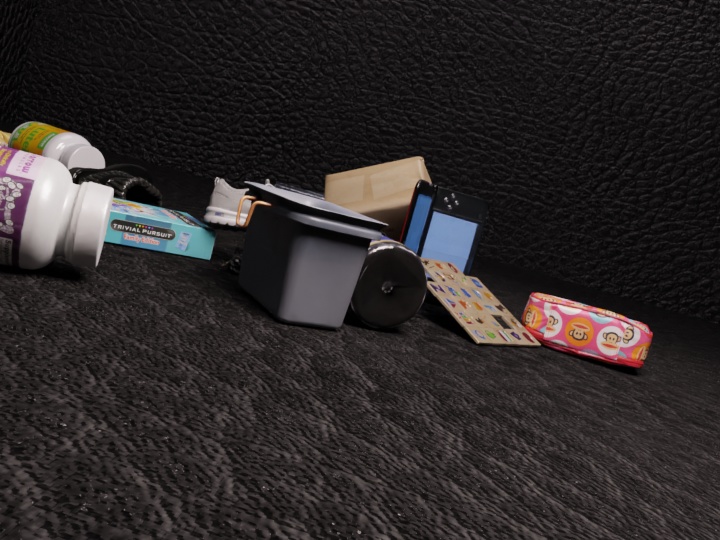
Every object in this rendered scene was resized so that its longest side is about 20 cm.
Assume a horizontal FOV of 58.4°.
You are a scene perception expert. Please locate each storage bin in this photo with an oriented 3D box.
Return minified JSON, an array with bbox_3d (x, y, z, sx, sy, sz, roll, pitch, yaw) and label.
[{"bbox_3d":[-0.081,-0.020,0.767,0.145,0.135,0.200,11,8,-31],"label":"storage bin"}]

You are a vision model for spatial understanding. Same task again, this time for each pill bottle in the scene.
[{"bbox_3d":[-0.622,-0.235,1.328,0.199,0.112,0.111,20,8,31],"label":"pill bottle"},{"bbox_3d":[0.000,0.000,0.874,0.111,0.112,0.200,12,8,-24],"label":"pill bottle"},{"bbox_3d":[-0.348,-0.063,0.617,0.199,0.113,0.112,12,8,-20],"label":"pill bottle"}]

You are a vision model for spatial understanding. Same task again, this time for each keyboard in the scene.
[{"bbox_3d":[-0.137,-0.025,0.961,0.126,0.021,0.200,-7,15,-4],"label":"keyboard"}]

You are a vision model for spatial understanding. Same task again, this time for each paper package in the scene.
[{"bbox_3d":[0.048,-0.109,1.238,0.199,0.104,0.191,-9,-31,17],"label":"paper package"}]

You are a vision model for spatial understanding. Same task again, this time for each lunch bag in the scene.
[{"bbox_3d":[0.369,0.092,1.071,0.199,0.082,0.176,17,7,15],"label":"lunch bag"}]

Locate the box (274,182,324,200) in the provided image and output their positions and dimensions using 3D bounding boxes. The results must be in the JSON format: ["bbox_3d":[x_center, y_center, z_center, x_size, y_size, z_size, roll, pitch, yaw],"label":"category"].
[{"bbox_3d":[-0.139,-0.146,1.664,0.199,0.118,0.197,16,7,-9],"label":"box"}]

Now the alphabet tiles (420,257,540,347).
[{"bbox_3d":[0.170,0.046,0.999,0.167,0.008,0.200,8,33,-44],"label":"alphabet tiles"}]

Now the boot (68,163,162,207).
[{"bbox_3d":[-0.428,-0.151,1.219,0.157,0.080,0.211,11,16,22],"label":"boot"}]

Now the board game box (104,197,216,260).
[{"bbox_3d":[-0.335,-0.071,0.956,0.199,0.047,0.151,10,9,-35],"label":"board game box"}]

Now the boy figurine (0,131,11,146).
[{"bbox_3d":[-0.836,-0.294,1.520,0.199,0.065,0.124,12,8,-18],"label":"boy figurine"}]

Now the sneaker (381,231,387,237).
[{"bbox_3d":[0.006,-0.034,1.190,0.070,0.100,0.200,11,7,-18],"label":"sneaker"}]

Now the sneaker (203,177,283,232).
[{"bbox_3d":[-0.128,-0.095,0.956,0.199,0.083,0.075,6,-5,-14],"label":"sneaker"}]

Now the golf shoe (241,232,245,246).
[{"bbox_3d":[-0.104,-0.029,1.101,0.199,0.078,0.095,16,-15,11],"label":"golf shoe"}]

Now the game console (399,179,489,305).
[{"bbox_3d":[0.131,-0.037,1.076,0.171,0.201,0.119,14,8,-13],"label":"game console"}]
